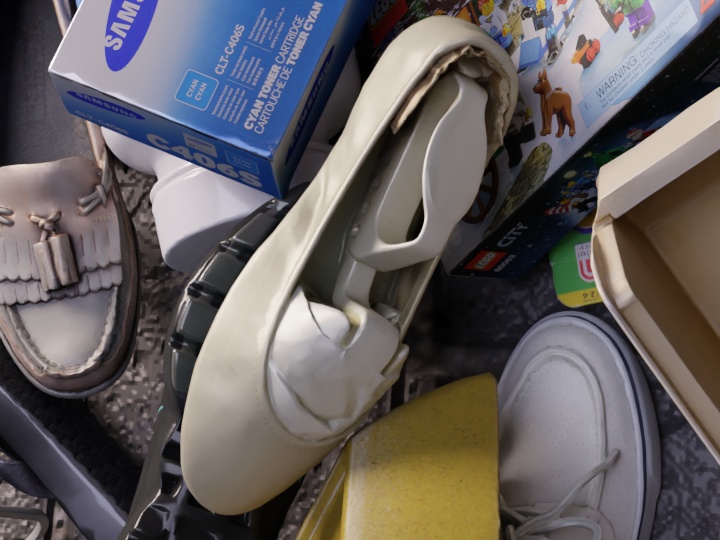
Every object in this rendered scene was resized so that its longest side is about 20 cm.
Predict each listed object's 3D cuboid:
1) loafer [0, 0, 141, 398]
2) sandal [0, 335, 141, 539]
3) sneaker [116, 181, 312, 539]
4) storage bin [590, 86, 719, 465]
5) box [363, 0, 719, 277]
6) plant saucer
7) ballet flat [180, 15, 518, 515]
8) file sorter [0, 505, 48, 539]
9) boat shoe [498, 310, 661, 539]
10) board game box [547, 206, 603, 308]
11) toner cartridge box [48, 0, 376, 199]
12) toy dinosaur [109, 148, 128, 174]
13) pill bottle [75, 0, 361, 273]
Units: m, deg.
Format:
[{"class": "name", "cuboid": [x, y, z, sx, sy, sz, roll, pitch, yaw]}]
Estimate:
[{"class": "loafer", "cuboid": [-0.136, -0.049, 0.925, 0.071, 0.063, 0.202, -9, 71, -1]}, {"class": "sandal", "cuboid": [-0.139, 0.074, 0.932, 0.043, 0.076, 0.200, -45, 75, 11]}, {"class": "sneaker", "cuboid": [-0.051, 0.060, 0.856, 0.075, 0.079, 0.201, 24, 87, -4]}, {"class": "storage bin", "cuboid": [0.209, 0.005, 0.738, 0.199, 0.094, 0.199, -34, 103, 16]}, {"class": "box", "cuboid": [0.081, -0.108, 0.831, 0.200, 0.037, 0.137, -45, 53, 41]}, {"class": "plant saucer", "cuboid": [-0.012, 0.157, 0.781, 0.048, 0.201, 0.201, 21, 122, -11]}, {"class": "ballet flat", "cuboid": [0.000, 0.000, 0.786, 0.069, 0.069, 0.201, 24, 85, 26]}, {"class": "file sorter", "cuboid": [-0.176, 0.176, 0.916, 0.139, 0.124, 0.201, -41, 68, 12]}, {"class": "boat shoe", "cuboid": [0.060, 0.113, 0.839, 0.074, 0.086, 0.204, 10, 86, 25]}, {"class": "board game box", "cuboid": [0.112, -0.089, 0.883, 0.095, 0.030, 0.202, -12, 74, 24]}, {"class": "toner cartridge box", "cuboid": [-0.032, -0.138, 0.845, 0.094, 0.043, 0.201, 21, 75, 11]}, {"class": "toy dinosaur", "cuboid": [-0.147, -0.055, 0.989, 0.088, 0.047, 0.201, 36, 94, 32]}, {"class": "pill bottle", "cuboid": [-0.062, -0.106, 0.919, 0.111, 0.112, 0.202, -17, 74, 21]}]
